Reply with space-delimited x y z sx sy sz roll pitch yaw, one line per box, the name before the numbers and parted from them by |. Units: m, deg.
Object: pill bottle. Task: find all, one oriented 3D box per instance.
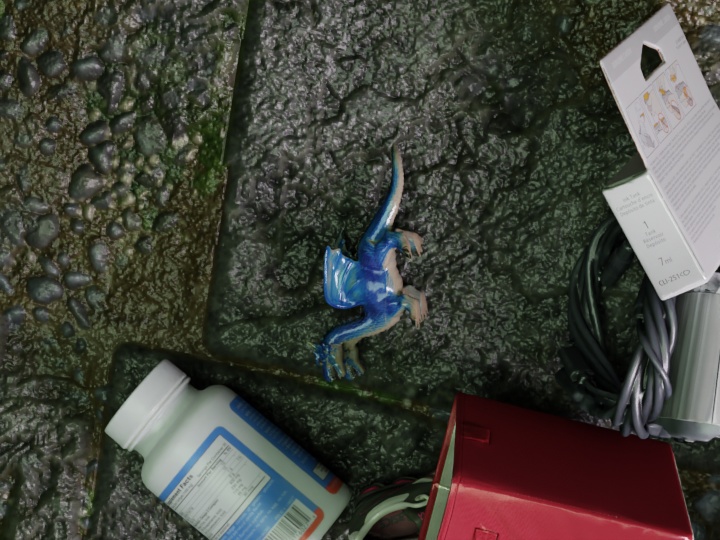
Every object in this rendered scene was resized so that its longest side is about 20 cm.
pill bottle | -0.116 0.169 1.506 0.200 0.112 0.112 40 108 1

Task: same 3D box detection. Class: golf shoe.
golf shoe | 0.083 0.196 1.483 0.200 0.088 0.077 -26 95 16

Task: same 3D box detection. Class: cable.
cable | 0.209 0.041 1.366 0.051 0.200 0.163 15 101 -14

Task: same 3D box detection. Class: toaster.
toaster | 0.287 0.074 1.363 0.113 0.200 0.129 10 85 1

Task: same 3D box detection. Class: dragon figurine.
dragon figurine | 0.000 0.000 1.466 0.099 0.059 0.200 -3 104 13

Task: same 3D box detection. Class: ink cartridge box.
ink cartridge box | 0.228 -0.094 1.317 0.045 0.200 0.176 -24 98 30

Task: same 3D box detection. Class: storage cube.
storage cube | 0.138 0.216 1.347 0.179 0.200 0.171 14 107 1
